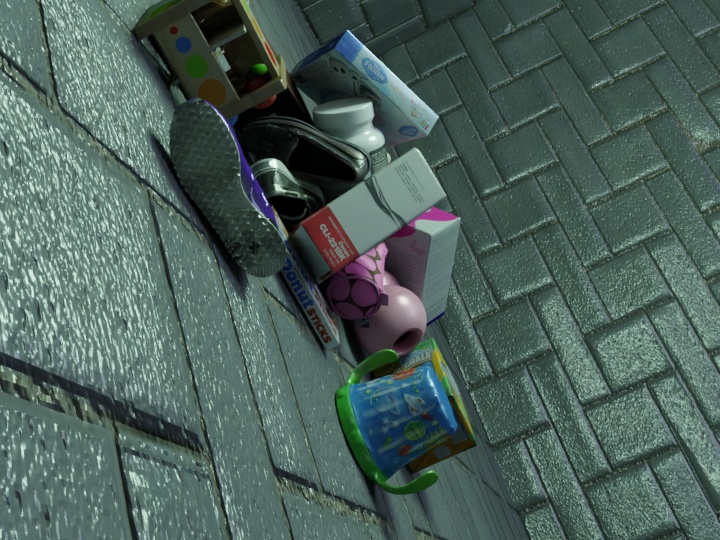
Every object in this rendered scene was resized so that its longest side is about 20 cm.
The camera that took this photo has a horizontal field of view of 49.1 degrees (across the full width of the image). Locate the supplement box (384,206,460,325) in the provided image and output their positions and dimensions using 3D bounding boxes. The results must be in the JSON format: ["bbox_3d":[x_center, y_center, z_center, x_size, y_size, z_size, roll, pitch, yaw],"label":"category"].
[{"bbox_3d":[0.098,-0.007,1.399,0.101,0.103,0.202,26,-54,30],"label":"supplement box"}]

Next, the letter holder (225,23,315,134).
[{"bbox_3d":[-0.163,-0.289,1.202,0.143,0.100,0.200,67,8,30],"label":"letter holder"}]

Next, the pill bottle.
[{"bbox_3d":[-0.012,-0.160,1.237,0.116,0.115,0.202,-96,177,-67],"label":"pill bottle"}]

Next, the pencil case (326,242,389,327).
[{"bbox_3d":[0.000,0.000,1.242,0.201,0.093,0.092,-85,168,-60],"label":"pencil case"}]

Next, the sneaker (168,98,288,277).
[{"bbox_3d":[-0.146,-0.092,0.855,0.100,0.069,0.201,-114,180,-67],"label":"sneaker"}]

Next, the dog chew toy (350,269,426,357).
[{"bbox_3d":[0.025,0.054,1.340,0.200,0.124,0.125,53,-1,36],"label":"dog chew toy"}]

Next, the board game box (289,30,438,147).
[{"bbox_3d":[0.000,-0.282,1.277,0.199,0.044,0.200,40,-16,-21],"label":"board game box"}]

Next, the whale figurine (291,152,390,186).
[{"bbox_3d":[-0.050,-0.180,1.339,0.104,0.198,0.161,32,-65,60],"label":"whale figurine"}]

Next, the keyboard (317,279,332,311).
[{"bbox_3d":[-0.069,-0.009,1.251,0.200,0.020,0.128,-98,162,-67],"label":"keyboard"}]

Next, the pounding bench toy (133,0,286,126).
[{"bbox_3d":[-0.176,-0.282,0.993,0.157,0.123,0.201,61,9,-29],"label":"pounding bench toy"}]

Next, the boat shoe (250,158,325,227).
[{"bbox_3d":[-0.101,-0.096,1.149,0.200,0.070,0.064,29,36,-65],"label":"boat shoe"}]

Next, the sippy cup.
[{"bbox_3d":[0.053,0.194,1.042,0.179,0.129,0.140,66,8,5],"label":"sippy cup"}]

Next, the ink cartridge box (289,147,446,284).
[{"bbox_3d":[0.005,-0.073,1.108,0.084,0.199,0.144,55,-16,-2],"label":"ink cartridge box"}]

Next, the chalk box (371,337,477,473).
[{"bbox_3d":[0.101,0.211,1.326,0.125,0.123,0.201,60,9,-31],"label":"chalk box"}]

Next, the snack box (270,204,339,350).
[{"bbox_3d":[-0.083,0.011,1.075,0.072,0.024,0.201,-99,163,-67],"label":"snack box"}]

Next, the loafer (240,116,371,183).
[{"bbox_3d":[-0.083,-0.173,1.144,0.063,0.198,0.072,-68,173,-62],"label":"loafer"}]
